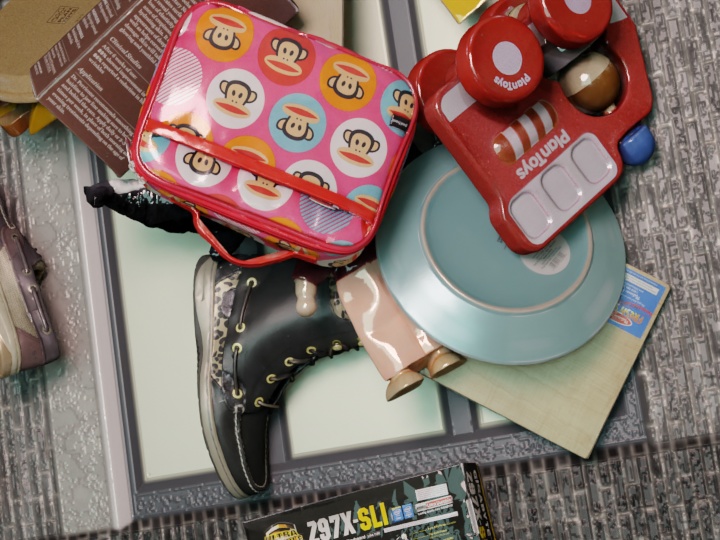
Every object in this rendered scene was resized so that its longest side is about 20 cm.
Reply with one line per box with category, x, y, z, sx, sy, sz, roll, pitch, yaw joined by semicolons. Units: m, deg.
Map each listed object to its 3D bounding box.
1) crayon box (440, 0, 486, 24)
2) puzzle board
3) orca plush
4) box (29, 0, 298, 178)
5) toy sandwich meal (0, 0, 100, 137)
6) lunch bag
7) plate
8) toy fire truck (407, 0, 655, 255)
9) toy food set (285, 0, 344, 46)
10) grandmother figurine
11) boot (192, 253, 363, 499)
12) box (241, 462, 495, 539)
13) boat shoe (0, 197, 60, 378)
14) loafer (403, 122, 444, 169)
crayon box;0.076;-0.310;1.286;0.125;0.052;0.201;-39;73;12
puzzle board;0.123;0.036;1.238;0.199;0.017;0.152;27;88;9
orca plush;-0.123;-0.046;1.281;0.105;0.198;0.072;-39;56;55
box;-0.158;-0.183;1.242;0.200;0.100;0.075;-41;31;7
toy sandwich meal;-0.248;-0.193;1.361;0.203;0.071;0.206;-14;43;14
lunch bag;-0.069;-0.090;1.170;0.198;0.082;0.178;21;80;-3
plate;0.111;-0.023;1.203;0.198;0.026;0.202;4;60;-7
toy fire truck;0.144;-0.129;1.204;0.200;0.112;0.169;-39;98;-25
toy food set;-0.068;-0.192;1.307;0.142;0.060;0.202;-8;71;21
grandmother figurine;0.000;0.000;1.224;0.121;0.061;0.201;-22;78;-23
boot;-0.054;0.078;1.285;0.152;0.073;0.206;-8;84;15
box;0.016;0.256;1.256;0.198;0.049;0.161;-18;77;17
boat shoe;-0.312;0.003;1.386;0.072;0.064;0.201;-60;42;48
loafer;0.036;-0.099;1.273;0.200;0.063;0.072;-47;71;10
